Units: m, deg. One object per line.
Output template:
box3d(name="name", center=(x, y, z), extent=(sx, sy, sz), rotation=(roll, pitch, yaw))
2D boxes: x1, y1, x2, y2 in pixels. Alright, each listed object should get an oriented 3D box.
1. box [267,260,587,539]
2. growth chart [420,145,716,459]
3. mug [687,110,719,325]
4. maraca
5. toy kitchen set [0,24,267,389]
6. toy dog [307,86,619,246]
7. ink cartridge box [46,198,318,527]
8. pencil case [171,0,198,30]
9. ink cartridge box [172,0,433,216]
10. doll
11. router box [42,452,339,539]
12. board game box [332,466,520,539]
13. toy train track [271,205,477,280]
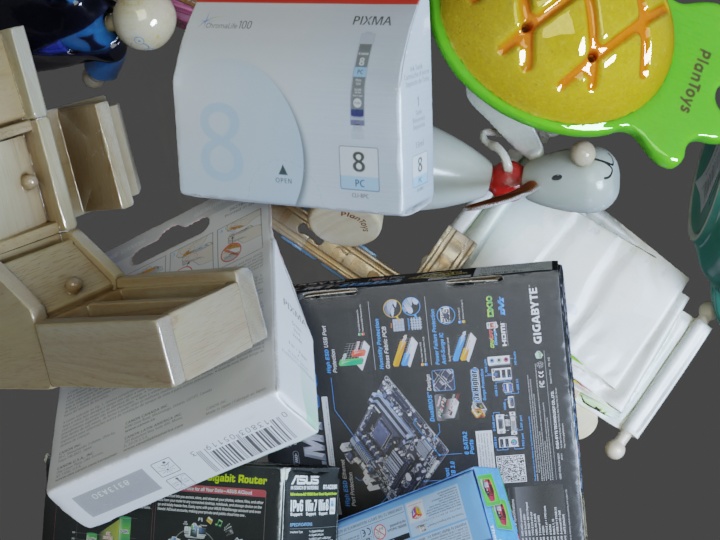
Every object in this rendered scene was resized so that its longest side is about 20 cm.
box3d(name="box", center=(0.039, 0.102, 0.848), extent=(0.198, 0.050, 0.200), rotation=(-6, 96, 11))
box3d(name="growth chart", center=(0.139, 0.018, 0.896), extent=(0.200, 0.018, 0.145), rotation=(43, 89, 2))
box3d(name="mug", center=(0.269, -0.033, 0.829), extent=(0.114, 0.152, 0.185), rotation=(13, 87, 2))
box3d(name="maraca", center=(0.136, -0.139, 0.790), extent=(0.200, 0.107, 0.137), rotation=(23, 75, -5))
box3d(name="toy kitchen set", center=(-0.142, -0.052, 0.779), extent=(0.180, 0.163, 0.200), rotation=(-3, 105, 38))
box3d(name="toy dog", center=(0.056, -0.079, 0.839), extent=(0.200, 0.096, 0.132), rotation=(-16, 58, 0))
box3d(name="ink cartridge box", center=(-0.110, 0.045, 0.825), extent=(0.161, 0.200, 0.050), rotation=(-25, 128, 16))
box3d(name="pencil case", center=(-0.130, -0.201, 0.876), extent=(0.200, 0.083, 0.087), rotation=(23, 86, 1))
box3d(name="ink cartridge box", center=(-0.038, -0.138, 0.783), extent=(0.160, 0.047, 0.200), rotation=(7, 110, 30))
box3d(name="doll", center=(-0.207, -0.153, 0.855), extent=(0.200, 0.136, 0.048), rotation=(-5, 63, 22))
box3d(name="router box", center=(-0.110, 0.191, 0.817), extent=(0.200, 0.062, 0.150), rotation=(-2, 82, 34))
box3d(name="board game box", center=(0.039, 0.233, 0.767), extent=(0.151, 0.037, 0.200), rotation=(-26, 67, 29))
box3d(name="toy train track", center=(0.000, 0.000, 0.883), extent=(0.200, 0.033, 0.115), rotation=(34, 98, 6))
